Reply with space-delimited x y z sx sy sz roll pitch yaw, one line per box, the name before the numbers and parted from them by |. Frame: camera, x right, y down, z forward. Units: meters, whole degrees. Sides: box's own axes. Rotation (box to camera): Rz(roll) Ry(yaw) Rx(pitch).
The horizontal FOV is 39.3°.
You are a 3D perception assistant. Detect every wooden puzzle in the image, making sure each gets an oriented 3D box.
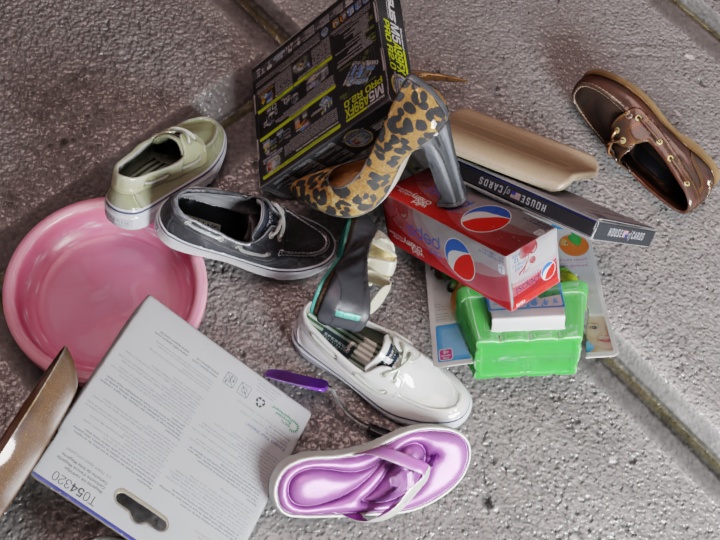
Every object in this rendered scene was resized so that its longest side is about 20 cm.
wooden puzzle | 0.151 -0.126 1.070 0.183 0.038 0.200 23 19 17

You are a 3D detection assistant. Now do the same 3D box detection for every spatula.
spatula | -0.003 0.141 0.988 0.198 0.057 0.021 30 94 0

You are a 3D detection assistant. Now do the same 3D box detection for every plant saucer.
plant saucer | -0.298 0.158 0.866 0.032 0.200 0.202 33 63 -14
plant saucer | -0.252 0.025 1.009 0.197 0.051 0.203 3 63 -5

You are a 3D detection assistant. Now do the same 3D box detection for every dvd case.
dvd case | 0.186 -0.075 1.032 0.199 0.149 0.025 30 106 34

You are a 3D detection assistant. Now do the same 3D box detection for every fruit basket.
fruit basket | 0.159 0.010 1.039 0.182 0.094 0.202 -2 54 2

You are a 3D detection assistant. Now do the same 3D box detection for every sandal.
sandal | 0.016 0.198 0.932 0.200 0.050 0.084 -9 103 -18

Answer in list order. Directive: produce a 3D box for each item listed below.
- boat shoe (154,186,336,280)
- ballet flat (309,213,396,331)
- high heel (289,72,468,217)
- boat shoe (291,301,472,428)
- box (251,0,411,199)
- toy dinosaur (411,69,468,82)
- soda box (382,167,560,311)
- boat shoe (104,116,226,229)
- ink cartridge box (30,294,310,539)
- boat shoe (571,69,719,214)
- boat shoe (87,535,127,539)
boat shoe | -0.105 -0.044 1.018 0.198 0.068 0.073 14 63 -27
ballet flat | 0.000 0.000 1.008 0.072 0.074 0.201 16 29 1
high heel | 0.001 -0.126 0.989 0.197 0.144 0.072 0 41 26
boat shoe | 0.020 0.095 0.996 0.198 0.067 0.074 23 63 5
box | -0.034 -0.191 1.069 0.044 0.199 0.162 18 54 -42
toy dinosaur | 0.013 -0.207 1.162 0.199 0.060 0.107 -36 96 -16
soda box | 0.105 -0.035 1.005 0.069 0.064 0.199 -28 35 -24
boat shoe | -0.193 -0.115 1.045 0.071 0.063 0.201 25 40 6
ink cartridge box | -0.167 0.157 0.909 0.196 0.043 0.201 38 55 -12
boat shoe | 0.316 -0.147 1.148 0.200 0.071 0.070 42 62 14
boat shoe | -0.159 0.290 0.879 0.199 0.066 0.072 24 62 5
